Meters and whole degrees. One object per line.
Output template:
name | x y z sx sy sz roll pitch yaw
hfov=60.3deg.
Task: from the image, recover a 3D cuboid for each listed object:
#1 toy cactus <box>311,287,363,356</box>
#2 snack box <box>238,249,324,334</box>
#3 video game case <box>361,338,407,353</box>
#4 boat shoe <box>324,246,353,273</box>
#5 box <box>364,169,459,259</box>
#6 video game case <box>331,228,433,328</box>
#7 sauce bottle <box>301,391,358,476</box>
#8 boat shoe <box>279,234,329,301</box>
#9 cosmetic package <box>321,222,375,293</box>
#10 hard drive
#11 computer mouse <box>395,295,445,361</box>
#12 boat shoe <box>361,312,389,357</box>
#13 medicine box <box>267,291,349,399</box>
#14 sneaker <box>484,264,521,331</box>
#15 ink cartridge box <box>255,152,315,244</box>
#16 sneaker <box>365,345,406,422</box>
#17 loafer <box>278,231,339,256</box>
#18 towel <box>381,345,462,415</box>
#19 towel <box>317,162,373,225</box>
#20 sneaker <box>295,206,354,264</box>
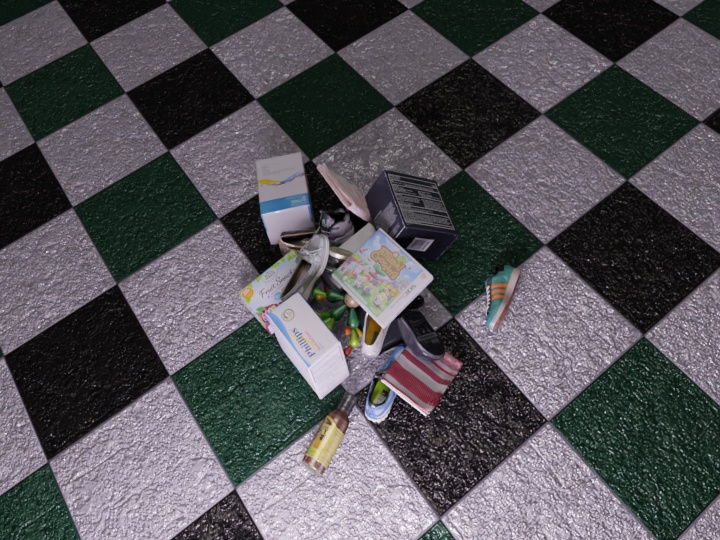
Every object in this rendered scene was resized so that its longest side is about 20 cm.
toy cactus | -0.041 0.104 1.608 0.165 0.102 0.201 -43 54 6
snack box | -0.216 0.056 1.710 0.199 0.053 0.142 -39 63 -18
video game case | 0.072 0.123 1.665 0.139 0.018 0.205 -2 58 3
boat shoe | 0.000 0.000 1.653 0.195 0.069 0.072 19 16 -6
box | 0.139 -0.151 1.718 0.196 0.124 0.202 6 53 -33
video game case | 0.054 0.015 1.567 0.182 0.022 0.200 -42 66 -11
sauce bottle | -0.069 0.388 1.491 0.063 0.065 0.202 22 61 17
boat shoe | -0.145 -0.004 1.626 0.074 0.064 0.206 32 96 49
cosmetic package | -0.015 -0.028 1.729 0.199 0.074 0.102 -39 70 -16
hard drive | 0.049 0.111 1.644 0.137 0.033 0.202 -26 60 -11
computer mouse | 0.141 0.152 1.558 0.136 0.053 0.202 -3 49 -38
boat shoe | 0.044 0.116 1.581 0.069 0.070 0.204 13 61 13
medicine box | -0.126 0.187 1.535 0.102 0.202 0.182 -35 62 -16
sneaker | 0.360 0.069 1.647 0.078 0.072 0.202 18 57 21
ink cartridge box | -0.219 -0.212 1.819 0.142 0.148 0.204 -11 58 -1
sneaker | 0.073 0.271 1.533 0.077 0.090 0.203 20 60 16
loafer | -0.138 -0.079 1.780 0.194 0.063 0.074 -7 57 1
towel | 0.154 0.248 1.525 0.142 0.023 0.200 35 44 13
towel | -0.022 -0.211 1.780 0.032 0.199 0.193 -43 60 14
sneaker | -0.105 -0.105 1.689 0.199 0.142 0.077 -40 58 -22
